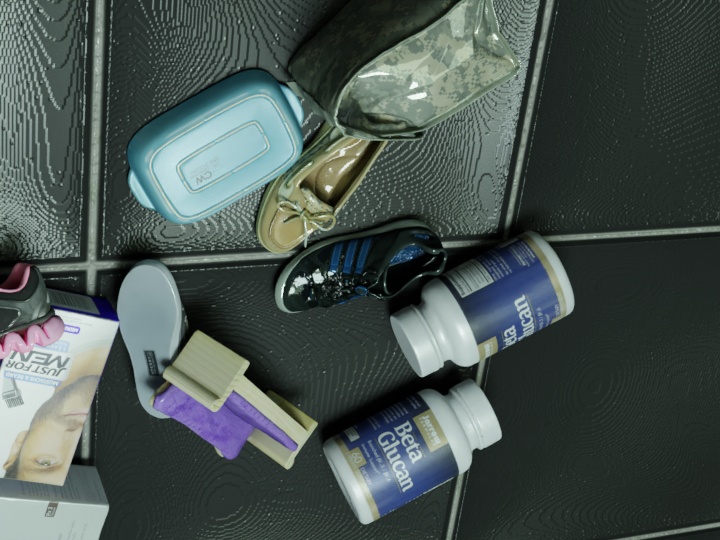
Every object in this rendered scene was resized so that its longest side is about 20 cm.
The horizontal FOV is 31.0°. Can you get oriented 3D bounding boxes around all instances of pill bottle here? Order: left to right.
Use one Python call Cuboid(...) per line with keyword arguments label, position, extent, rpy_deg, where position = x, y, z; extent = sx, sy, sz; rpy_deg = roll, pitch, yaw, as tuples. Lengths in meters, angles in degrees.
Cuboid(label="pill bottle", position=(0.065, 0.213, 1.574), extent=(0.199, 0.111, 0.111), rpy_deg=(-27, 125, -8))
Cuboid(label="pill bottle", position=(0.140, 0.044, 1.523), extent=(0.199, 0.111, 0.111), rpy_deg=(-27, 125, -8))

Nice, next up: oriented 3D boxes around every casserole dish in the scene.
Cuboid(label="casserole dish", position=(-0.145, -0.123, 1.342), extent=(0.199, 0.039, 0.121), rpy_deg=(-30, 119, -4))

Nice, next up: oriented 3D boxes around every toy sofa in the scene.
Cuboid(label="toy sofa", position=(-0.137, 0.157, 1.431), extent=(0.098, 0.083, 0.200), rpy_deg=(-55, 146, -11))

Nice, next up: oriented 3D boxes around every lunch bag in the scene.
Cuboid(label="lunch bag", position=(0.033, -0.211, 1.301), extent=(0.199, 0.164, 0.118), rpy_deg=(-33, 122, -3))

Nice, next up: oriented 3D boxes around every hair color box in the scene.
Cuboid(label="hair color box", position=(-0.341, 0.122, 1.372), extent=(0.109, 0.065, 0.201), rpy_deg=(13, 107, -29))

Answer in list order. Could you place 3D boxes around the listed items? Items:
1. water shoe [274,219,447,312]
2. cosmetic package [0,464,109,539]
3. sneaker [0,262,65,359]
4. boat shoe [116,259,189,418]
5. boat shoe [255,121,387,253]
Cuboid(label="water shoe", position=(0.000, 0.000, 1.455), extent=(0.199, 0.079, 0.072), rpy_deg=(-24, 124, -10))
Cuboid(label="cosmetic package", position=(-0.389, 0.270, 1.413), extent=(0.199, 0.081, 0.113), rpy_deg=(8, 113, -29))
Cuboid(label="sneaker", position=(-0.383, 0.047, 1.235), extent=(0.199, 0.079, 0.096), rpy_deg=(-22, 112, -37))
Cuboid(label="boat shoe", position=(-0.214, 0.065, 1.408), extent=(0.070, 0.066, 0.201), rpy_deg=(2, 123, 12))
Cuboid(label="boat shoe", position=(-0.041, -0.097, 1.393), extent=(0.073, 0.063, 0.200), rpy_deg=(28, 103, -33))
